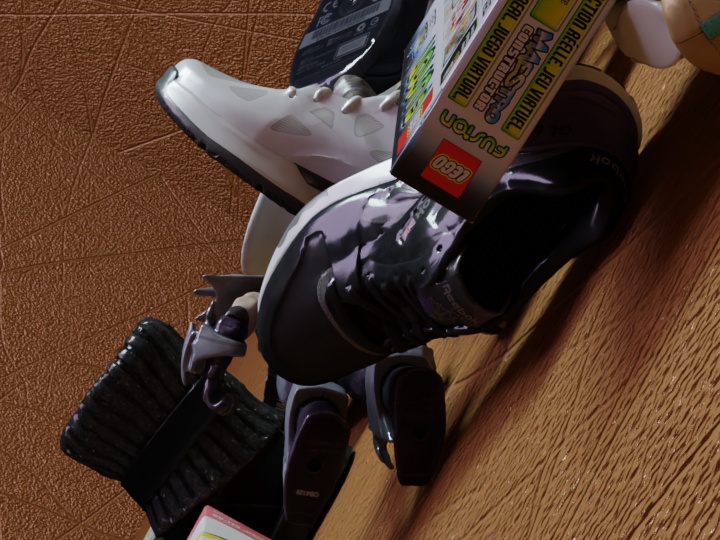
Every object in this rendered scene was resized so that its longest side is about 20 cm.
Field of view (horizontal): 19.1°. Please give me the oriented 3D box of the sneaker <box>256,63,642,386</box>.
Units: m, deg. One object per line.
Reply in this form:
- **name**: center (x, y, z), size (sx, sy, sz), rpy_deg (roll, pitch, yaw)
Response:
- **sneaker**: center (0.026, -0.004, 0.879), size (0.200, 0.076, 0.088), rpy_deg (-38, 21, 27)

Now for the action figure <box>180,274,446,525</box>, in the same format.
- **action figure**: center (-0.019, 0.049, 1.030), size (0.200, 0.129, 0.070), rpy_deg (-122, 30, -69)

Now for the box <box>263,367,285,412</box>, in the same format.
- **box**: center (0.000, 0.000, 1.389), size (0.201, 0.043, 0.160), rpy_deg (-63, -4, -19)

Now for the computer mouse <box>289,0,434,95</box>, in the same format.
- **computer mouse**: center (0.039, -0.162, 1.161), size (0.140, 0.046, 0.200), rpy_deg (-23, 36, 32)

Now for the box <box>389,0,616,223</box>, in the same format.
- **box**: center (0.055, -0.098, 0.795), size (0.110, 0.035, 0.200), rpy_deg (-58, 7, 17)

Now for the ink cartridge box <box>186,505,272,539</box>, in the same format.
- **ink cartridge box**: center (-0.086, 0.205, 1.148), size (0.117, 0.067, 0.200), rpy_deg (-61, 4, 1)

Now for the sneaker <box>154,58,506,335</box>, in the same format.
- **sneaker**: center (0.009, -0.068, 0.994), size (0.116, 0.200, 0.076), rpy_deg (-57, -11, 0)

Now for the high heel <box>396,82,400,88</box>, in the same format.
- **high heel**: center (0.094, -0.154, 1.241), size (0.071, 0.142, 0.201), rpy_deg (99, 178, -76)

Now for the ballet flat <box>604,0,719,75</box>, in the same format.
- **ballet flat**: center (0.110, -0.099, 0.735), size (0.063, 0.069, 0.200), rpy_deg (-31, 6, 2)

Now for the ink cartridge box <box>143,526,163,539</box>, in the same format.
- **ink cartridge box**: center (-0.112, 0.189, 1.512), size (0.148, 0.076, 0.200), rpy_deg (-61, 6, 2)

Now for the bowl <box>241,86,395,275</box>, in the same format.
- **bowl**: center (0.001, -0.061, 1.572), size (0.202, 0.090, 0.201), rpy_deg (-58, -11, -17)

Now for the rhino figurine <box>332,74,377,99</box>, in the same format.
- **rhino figurine**: center (0.023, -0.048, 1.119), size (0.060, 0.088, 0.200), rpy_deg (-24, -21, 5)

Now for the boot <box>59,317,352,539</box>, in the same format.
- **boot**: center (-0.118, 0.150, 1.285), size (0.212, 0.157, 0.079), rpy_deg (-61, 4, 4)
